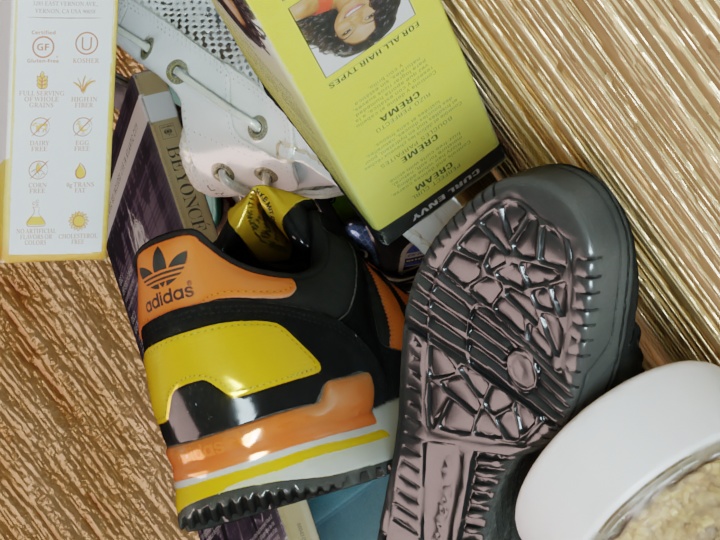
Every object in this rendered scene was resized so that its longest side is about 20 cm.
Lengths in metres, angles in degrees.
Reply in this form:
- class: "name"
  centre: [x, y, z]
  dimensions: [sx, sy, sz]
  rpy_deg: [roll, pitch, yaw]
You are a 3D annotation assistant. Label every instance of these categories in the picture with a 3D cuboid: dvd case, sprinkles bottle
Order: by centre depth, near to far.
- class: "sprinkles bottle"
  centre: [0.116, 0.112, 0.562]
  dimensions: [0.200, 0.068, 0.068]
  rpy_deg: [53, 177, 32]
- class: "dvd case"
  centre: [-0.062, 0.039, 0.942]
  dimensions: [0.149, 0.016, 0.201]
  rpy_deg: [124, 129, -69]

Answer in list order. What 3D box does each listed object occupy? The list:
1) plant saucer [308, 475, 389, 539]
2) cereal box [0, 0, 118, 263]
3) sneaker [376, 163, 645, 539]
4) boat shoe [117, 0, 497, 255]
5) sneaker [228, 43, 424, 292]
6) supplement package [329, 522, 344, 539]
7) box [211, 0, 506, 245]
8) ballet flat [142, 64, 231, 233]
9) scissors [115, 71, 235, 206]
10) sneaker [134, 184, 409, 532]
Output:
- class: "plant saucer"
  centre: [0.004, 0.110, 0.896]
  dimensions: [0.200, 0.019, 0.070]
  rpy_deg: [-43, 60, 60]
- class: "cereal box"
  centre: [-0.106, -0.119, 0.768]
  dimensions: [0.144, 0.039, 0.201]
  rpy_deg: [-133, 44, -65]
- class: "sneaker"
  centre: [0.059, 0.046, 0.671]
  dimensions: [0.060, 0.104, 0.201]
  rpy_deg: [37, 131, 31]
- class: "boat shoe"
  centre: [-0.029, -0.051, 0.805]
  dimensions: [0.200, 0.069, 0.071]
  rpy_deg: [43, -172, 29]
- class: "sneaker"
  centre: [0.000, 0.000, 0.887]
  dimensions: [0.089, 0.078, 0.201]
  rpy_deg: [15, 129, 54]
- class: "supplement package"
  centre: [0.095, 0.156, 0.985]
  dimensions: [0.120, 0.121, 0.200]
  rpy_deg: [52, 176, 43]
- class: "box"
  centre: [-0.016, -0.083, 0.653]
  dimensions: [0.075, 0.050, 0.200]
  rpy_deg: [53, 178, 28]
- class: "ballet flat"
  centre: [-0.068, -0.109, 1.059]
  dimensions: [0.068, 0.063, 0.201]
  rpy_deg: [29, 140, 35]
- class: "scissors"
  centre: [-0.068, -0.062, 0.972]
  dimensions: [0.200, 0.014, 0.073]
  rpy_deg: [42, 134, 7]
- class: "sneaker"
  centre: [-0.005, 0.014, 0.727]
  dimensions: [0.200, 0.070, 0.090]
  rpy_deg: [-18, -89, -67]
